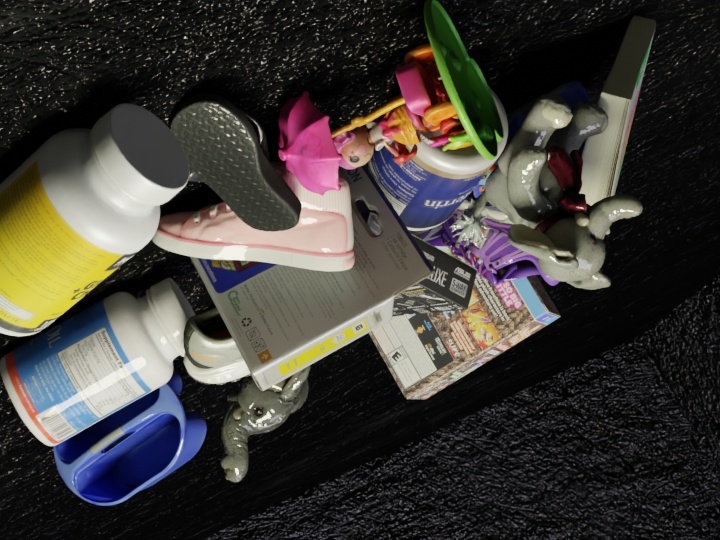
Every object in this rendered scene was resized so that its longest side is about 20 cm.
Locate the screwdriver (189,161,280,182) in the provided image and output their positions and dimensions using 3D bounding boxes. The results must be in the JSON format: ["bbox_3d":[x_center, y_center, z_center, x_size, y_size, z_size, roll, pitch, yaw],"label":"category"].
[{"bbox_3d":[-0.116,-0.102,1.432,0.028,0.029,0.200,-36,173,24],"label":"screwdriver"}]

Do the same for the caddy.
[{"bbox_3d":[-0.292,0.206,1.904,0.200,0.142,0.105,-36,168,20],"label":"caddy"}]

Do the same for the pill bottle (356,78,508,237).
[{"bbox_3d":[0.063,-0.110,1.546,0.116,0.116,0.200,-23,165,-26],"label":"pill bottle"}]

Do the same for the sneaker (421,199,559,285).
[{"bbox_3d":[0.133,-0.027,1.656,0.200,0.084,0.081,10,166,31],"label":"sneaker"}]

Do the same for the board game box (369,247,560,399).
[{"bbox_3d":[0.110,0.037,1.824,0.200,0.160,0.097,-32,167,11],"label":"board game box"}]

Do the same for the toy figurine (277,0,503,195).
[{"bbox_3d":[0.017,-0.134,1.370,0.184,0.150,0.200,-21,170,15],"label":"toy figurine"}]

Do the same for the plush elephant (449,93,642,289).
[{"bbox_3d":[0.204,-0.060,1.529,0.200,0.155,0.165,-49,162,11],"label":"plush elephant"}]

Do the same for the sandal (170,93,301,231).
[{"bbox_3d":[-0.108,-0.102,1.329,0.075,0.048,0.200,-1,151,17],"label":"sandal"}]

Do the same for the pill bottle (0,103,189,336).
[{"bbox_3d":[-0.230,-0.042,1.202,0.200,0.112,0.112,-36,165,28],"label":"pill bottle"}]

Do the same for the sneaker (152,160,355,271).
[{"bbox_3d":[-0.100,-0.062,1.451,0.200,0.105,0.075,7,-164,12],"label":"sneaker"}]

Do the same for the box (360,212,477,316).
[{"bbox_3d":[0.000,0.000,1.640,0.158,0.050,0.200,27,159,-33],"label":"box"}]

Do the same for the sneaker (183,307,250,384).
[{"bbox_3d":[-0.087,0.051,1.551,0.200,0.074,0.079,-21,139,-13],"label":"sneaker"}]

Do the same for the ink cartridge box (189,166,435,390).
[{"bbox_3d":[-0.053,-0.008,1.503,0.200,0.198,0.047,-27,144,-7],"label":"ink cartridge box"}]

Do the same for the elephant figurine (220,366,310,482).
[{"bbox_3d":[-0.118,0.132,1.863,0.155,0.200,0.141,-36,165,24],"label":"elephant figurine"}]

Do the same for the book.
[{"bbox_3d":[0.282,-0.166,1.695,0.200,0.048,0.134,93,18,-51],"label":"book"}]

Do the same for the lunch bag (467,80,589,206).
[{"bbox_3d":[0.172,-0.142,1.671,0.150,0.094,0.200,-31,170,-4],"label":"lunch bag"}]

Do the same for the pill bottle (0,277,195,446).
[{"bbox_3d":[-0.268,0.091,1.605,0.200,0.112,0.112,-29,166,-1],"label":"pill bottle"}]
